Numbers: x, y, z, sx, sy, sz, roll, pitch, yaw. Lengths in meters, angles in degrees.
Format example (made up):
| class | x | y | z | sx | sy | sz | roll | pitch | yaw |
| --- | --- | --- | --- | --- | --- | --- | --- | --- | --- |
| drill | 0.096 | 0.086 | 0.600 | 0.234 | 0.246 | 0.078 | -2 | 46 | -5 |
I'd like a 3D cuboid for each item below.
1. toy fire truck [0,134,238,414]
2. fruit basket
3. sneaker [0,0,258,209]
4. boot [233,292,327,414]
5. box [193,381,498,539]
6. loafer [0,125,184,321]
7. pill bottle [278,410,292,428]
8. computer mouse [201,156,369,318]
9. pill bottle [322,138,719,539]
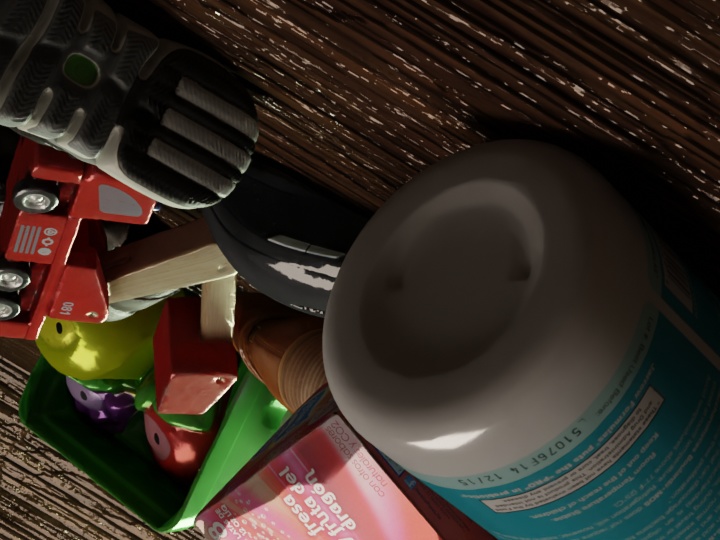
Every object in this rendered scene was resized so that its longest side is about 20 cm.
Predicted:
| class | x | y | z | sx | sy | sz | roll | pitch | yaw |
| --- | --- | --- | --- | --- | --- | --- | --- | --- | --- |
| toy fire truck | -0.111 | -0.004 | 0.916 | 0.140 | 0.049 | 0.200 | 7 | 144 | -19 |
| fruit basket | -0.147 | 0.056 | 1.193 | 0.215 | 0.156 | 0.216 | 26 | -179 | 0 |
| sneaker | -0.141 | -0.088 | 0.718 | 0.200 | 0.075 | 0.115 | 36 | 170 | -31 |
| boot | 0.023 | 0.075 | 1.016 | 0.199 | 0.077 | 0.155 | 21 | -177 | -32 |
| box | 0.048 | 0.126 | 0.732 | 0.200 | 0.103 | 0.095 | 50 | 128 | -3 |
| loafer | -0.146 | -0.045 | 0.961 | 0.071 | 0.073 | 0.200 | -10 | 149 | 24 |
| pill bottle | 0.015 | 0.143 | 1.099 | 0.109 | 0.110 | 0.200 | 36 | -171 | -26 |
| computer mouse | 0.000 | 0.000 | 0.801 | 0.199 | 0.046 | 0.140 | 28 | 169 | 12 |
| pill bottle | 0.084 | 0.051 | 0.642 | 0.111 | 0.111 | 0.200 | 18 | 163 | 47 |
